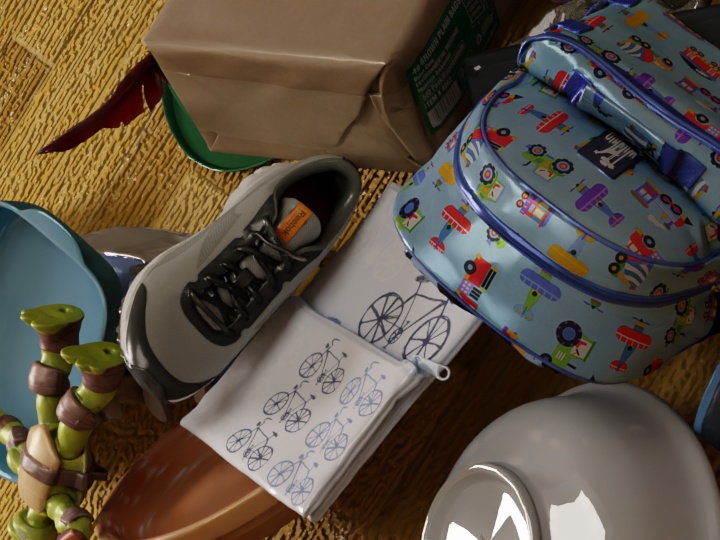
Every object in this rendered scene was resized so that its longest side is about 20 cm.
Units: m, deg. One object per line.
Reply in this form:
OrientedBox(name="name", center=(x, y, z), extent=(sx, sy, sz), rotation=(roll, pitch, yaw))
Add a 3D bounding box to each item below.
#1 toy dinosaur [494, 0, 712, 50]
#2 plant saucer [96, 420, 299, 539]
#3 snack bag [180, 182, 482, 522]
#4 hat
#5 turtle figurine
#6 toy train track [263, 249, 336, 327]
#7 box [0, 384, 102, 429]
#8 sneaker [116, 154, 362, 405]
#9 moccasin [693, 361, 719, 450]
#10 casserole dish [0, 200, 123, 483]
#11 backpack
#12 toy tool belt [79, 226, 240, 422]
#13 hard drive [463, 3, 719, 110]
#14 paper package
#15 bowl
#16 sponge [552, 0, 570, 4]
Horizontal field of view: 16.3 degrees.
OrientedBox(name="toy dinosaur", center=(0.169, -0.137, 1.452), extent=(0.199, 0.103, 0.077), rotation=(10, 43, 27))
OrientedBox(name="plant saucer", center=(-0.066, 0.115, 1.502), extent=(0.199, 0.038, 0.200), rotation=(-30, 16, 9))
OrientedBox(name="snack bag", center=(-0.004, 0.039, 1.421), extent=(0.200, 0.021, 0.188), rotation=(-49, 27, -6))
OrientedBox(name="hat", center=(-0.118, -0.165, 1.637), extent=(0.165, 0.176, 0.201), rotation=(-40, 50, 20))
OrientedBox(name="turtle figurine", center=(-0.180, 0.114, 1.498), extent=(0.200, 0.064, 0.162), rotation=(50, 130, 54))
OrientedBox(name="toy train track", center=(0.000, 0.000, 1.520), extent=(0.200, 0.033, 0.115), rotation=(-35, 22, 30))
OrientedBox(name="box", center=(-0.259, 0.042, 1.723), extent=(0.078, 0.095, 0.201), rotation=(-41, 51, 17))
OrientedBox(name="sneaker", center=(-0.070, -0.003, 1.465), extent=(0.200, 0.074, 0.079), rotation=(-51, 13, -34))
OrientedBox(name="moccasin", center=(0.250, 0.016, 1.307), extent=(0.068, 0.080, 0.201), rotation=(35, 93, 15))
OrientedBox(name="casserole dish", center=(-0.210, 0.041, 1.567), extent=(0.121, 0.039, 0.201), rotation=(39, 124, 17))
OrientedBox(name="backpack", center=(0.123, -0.038, 1.296), extent=(0.182, 0.200, 0.135), rotation=(41, 125, 18))
OrientedBox(name="toy tool belt", center=(-0.122, 0.041, 1.605), extent=(0.199, 0.124, 0.124), rotation=(7, 109, 49))
OrientedBox(name="hard drive", center=(0.158, -0.069, 1.412), extent=(0.199, 0.033, 0.141), rotation=(-8, 100, 38))
OrientedBox(name="paper package", center=(-0.005, -0.172, 1.543), extent=(0.190, 0.104, 0.201), rotation=(7, 55, 32))
OrientedBox(name="bowl", center=(0.095, 0.153, 1.334), extent=(0.201, 0.090, 0.203), rotation=(-18, 68, 51))
OrientedBox(name="sponge", center=(0.129, -0.242, 1.466), extent=(0.030, 0.200, 0.112), rotation=(17, 78, 6))
